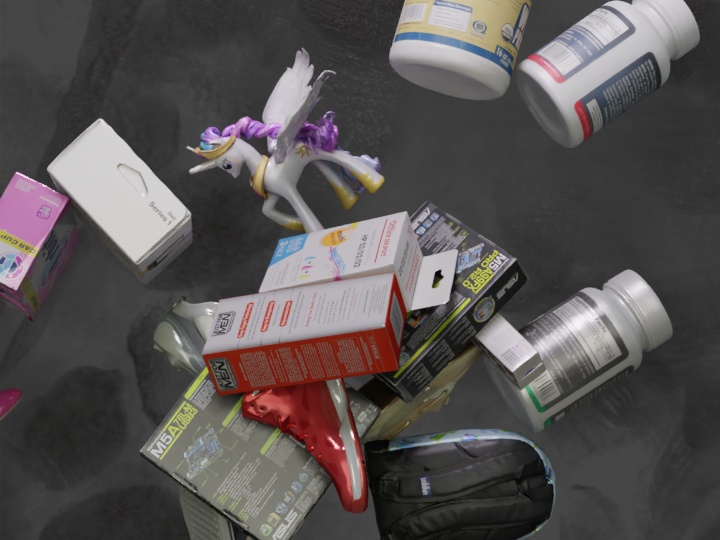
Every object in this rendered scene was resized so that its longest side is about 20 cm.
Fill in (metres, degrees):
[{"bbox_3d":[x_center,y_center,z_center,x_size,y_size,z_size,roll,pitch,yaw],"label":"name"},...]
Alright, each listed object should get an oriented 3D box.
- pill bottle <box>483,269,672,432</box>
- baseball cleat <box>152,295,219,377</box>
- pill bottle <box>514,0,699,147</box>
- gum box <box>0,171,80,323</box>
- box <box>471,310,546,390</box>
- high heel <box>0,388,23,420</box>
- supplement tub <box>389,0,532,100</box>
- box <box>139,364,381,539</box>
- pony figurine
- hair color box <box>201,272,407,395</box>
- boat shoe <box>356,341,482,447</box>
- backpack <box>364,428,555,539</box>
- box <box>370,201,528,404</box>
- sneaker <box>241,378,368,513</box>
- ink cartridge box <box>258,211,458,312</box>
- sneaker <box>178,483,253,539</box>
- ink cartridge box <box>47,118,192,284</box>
[{"bbox_3d":[0.253,0.091,1.738,0.200,0.113,0.113,-31,88,-7],"label":"pill bottle"},{"bbox_3d":[-0.141,0.105,1.725,0.200,0.070,0.106,36,92,-1],"label":"baseball cleat"},{"bbox_3d":[0.294,-0.246,1.771,0.200,0.120,0.120,-35,88,-7],"label":"pill bottle"},{"bbox_3d":[-0.370,-0.021,1.663,0.066,0.200,0.114,27,76,0],"label":"gum box"},{"bbox_3d":[0.135,0.059,1.709,0.041,0.039,0.200,-37,47,-8],"label":"box"},{"bbox_3d":[-0.485,0.163,1.700,0.200,0.067,0.096,-30,98,6],"label":"high heel"},{"bbox_3d":[0.126,-0.313,1.752,0.144,0.145,0.200,16,84,-3],"label":"supplement tub"},{"bbox_3d":[-0.110,0.180,1.665,0.193,0.048,0.200,35,76,4],"label":"box"},{"bbox_3d":[-0.075,-0.140,1.729,0.200,0.167,0.193,38,94,-16],"label":"pony figurine"},{"bbox_3d":[-0.057,0.067,1.586,0.200,0.102,0.061,-8,123,14],"label":"hair color box"},{"bbox_3d":[0.072,0.132,1.750,0.200,0.072,0.065,-38,129,-7],"label":"boat shoe"},{"bbox_3d":[0.123,0.250,1.709,0.200,0.154,0.163,-16,85,15],"label":"backpack"},{"bbox_3d":[0.066,0.033,1.709,0.200,0.044,0.160,-46,48,-9],"label":"box"},{"bbox_3d":[-0.062,0.175,1.620,0.115,0.078,0.200,-14,67,-3],"label":"sneaker"},{"bbox_3d":[0.000,0.000,1.667,0.200,0.115,0.068,-12,120,17],"label":"ink cartridge box"},{"bbox_3d":[-0.152,0.279,1.712,0.079,0.078,0.200,9,64,-46],"label":"sneaker"},{"bbox_3d":[-0.263,-0.071,1.671,0.084,0.200,0.145,-43,89,-9],"label":"ink cartridge box"}]
